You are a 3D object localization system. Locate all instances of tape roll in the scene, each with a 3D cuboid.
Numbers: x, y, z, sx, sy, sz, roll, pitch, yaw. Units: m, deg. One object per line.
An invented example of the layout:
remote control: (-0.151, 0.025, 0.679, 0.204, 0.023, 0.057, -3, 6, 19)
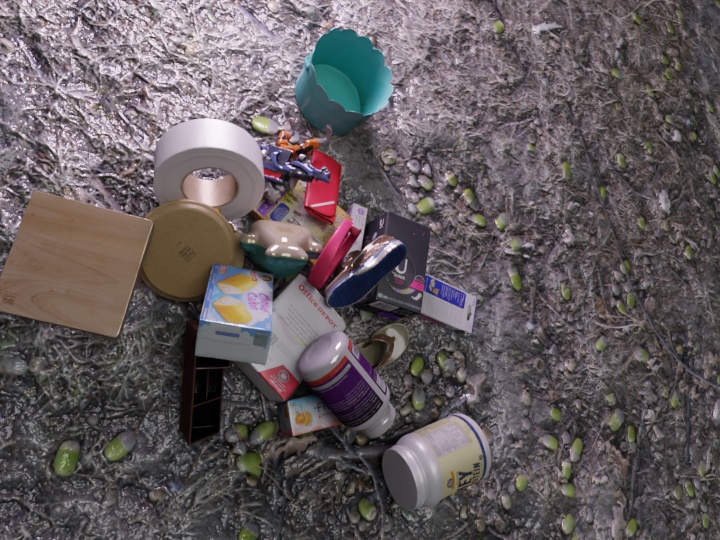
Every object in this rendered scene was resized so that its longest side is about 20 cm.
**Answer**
tape roll: (-0.274, -0.175, 1.039, 0.199, 0.203, 0.072, 7, 52, -28)

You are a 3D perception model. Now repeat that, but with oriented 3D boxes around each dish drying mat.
dish drying mat: (-0.078, -0.183, 1.217, 0.076, 0.018, 0.202, 26, 42, -20)

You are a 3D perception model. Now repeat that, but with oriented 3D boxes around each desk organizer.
desk organizer: (-0.270, 0.193, 0.996, 0.070, 0.077, 0.205, 3, 94, -29)

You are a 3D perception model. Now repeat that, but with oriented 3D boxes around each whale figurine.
whale figurine: (-0.147, -0.028, 1.054, 0.156, 0.200, 0.106, 7, 104, -17)

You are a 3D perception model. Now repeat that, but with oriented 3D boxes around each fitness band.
fitness band: (-0.052, -0.032, 1.120, 0.037, 0.200, 0.145, 35, 93, 1)

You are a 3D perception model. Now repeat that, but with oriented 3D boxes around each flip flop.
flip flop: (0.032, 0.172, 1.219, 0.197, 0.057, 0.083, -19, 88, -32)

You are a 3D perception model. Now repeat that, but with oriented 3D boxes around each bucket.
bucket: (-0.043, -0.415, 1.273, 0.203, 0.134, 0.212, 8, 75, -29)

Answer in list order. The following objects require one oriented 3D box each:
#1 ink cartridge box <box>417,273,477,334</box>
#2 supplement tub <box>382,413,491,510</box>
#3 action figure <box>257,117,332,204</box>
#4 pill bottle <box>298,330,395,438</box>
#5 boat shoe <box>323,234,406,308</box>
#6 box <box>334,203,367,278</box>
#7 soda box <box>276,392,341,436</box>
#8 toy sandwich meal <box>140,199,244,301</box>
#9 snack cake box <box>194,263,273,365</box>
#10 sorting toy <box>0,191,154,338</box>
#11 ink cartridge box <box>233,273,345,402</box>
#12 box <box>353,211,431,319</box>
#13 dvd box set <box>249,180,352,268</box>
ink cartridge box: (0.188, 0.076, 1.347, 0.197, 0.037, 0.096, 23, 67, -21)
supplement tub: (0.158, 0.399, 1.187, 0.197, 0.144, 0.148, -13, 84, -31)
action figure: (-0.128, -0.212, 1.157, 0.197, 0.105, 0.195, 26, 66, 17)
pill bottle: (-0.020, 0.218, 1.064, 0.113, 0.112, 0.201, -49, 113, -29)
boat shoe: (0.000, 0.000, 1.153, 0.198, 0.072, 0.073, -35, 137, -17)
box: (-0.023, -0.045, 1.252, 0.038, 0.041, 0.204, 18, 71, -24)
soda box: (-0.065, 0.274, 1.136, 0.197, 0.063, 0.070, -6, 81, -32)
toy sandwich meal: (-0.314, -0.039, 1.051, 0.201, 0.070, 0.210, -5, 105, -17)
snack cake box: (-0.207, 0.069, 0.961, 0.112, 0.201, 0.068, 9, 114, -13)
sorting toy: (-0.466, -0.004, 0.947, 0.196, 0.070, 0.203, 14, 73, -8)
ink cartridge box: (-0.145, 0.131, 1.111, 0.148, 0.085, 0.200, 49, 58, -11)
box: (0.071, -0.008, 1.258, 0.120, 0.106, 0.204, 18, 69, -25)
dvd box set: (-0.130, -0.121, 1.194, 0.199, 0.029, 0.147, 40, 61, -4)
